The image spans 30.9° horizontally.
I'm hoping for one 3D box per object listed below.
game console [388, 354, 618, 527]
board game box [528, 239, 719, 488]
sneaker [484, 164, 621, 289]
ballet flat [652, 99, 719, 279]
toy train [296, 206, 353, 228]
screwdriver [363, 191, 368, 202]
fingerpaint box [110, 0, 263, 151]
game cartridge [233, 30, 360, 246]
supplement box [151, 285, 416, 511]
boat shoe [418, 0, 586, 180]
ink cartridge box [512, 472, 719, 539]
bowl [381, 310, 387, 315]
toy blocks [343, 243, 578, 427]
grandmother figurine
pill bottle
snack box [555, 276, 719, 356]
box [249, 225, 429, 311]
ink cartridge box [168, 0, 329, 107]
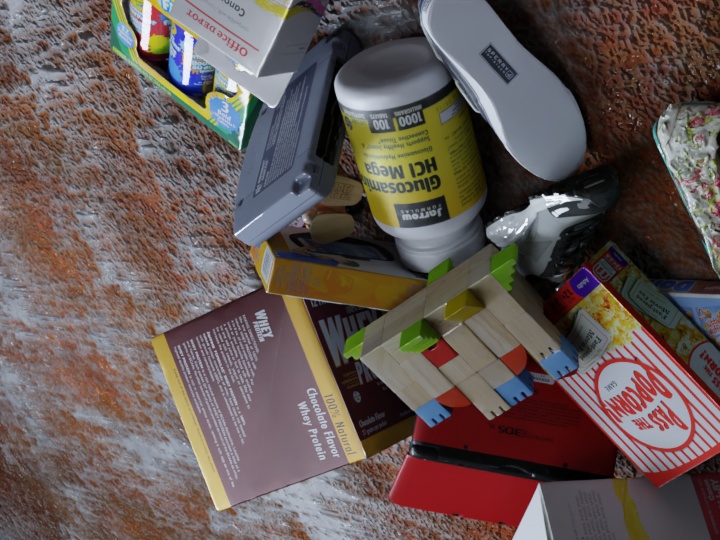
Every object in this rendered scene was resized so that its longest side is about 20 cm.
[{"bbox_3d":[0.144,0.167,1.296,0.200,0.173,0.119,11,173,-6],"label":"game console"},{"bbox_3d":[0.248,0.088,1.175,0.200,0.046,0.152,46,147,7],"label":"board game box"},{"bbox_3d":[0.177,-0.036,1.131,0.079,0.074,0.200,66,162,6],"label":"sneaker"},{"bbox_3d":[0.294,-0.045,1.017,0.064,0.076,0.200,-16,115,38],"label":"ballet flat"},{"bbox_3d":[-0.053,-0.040,1.457,0.200,0.034,0.046,-51,52,58],"label":"toy train"},{"bbox_3d":[-0.005,-0.081,1.365,0.200,0.029,0.028,23,139,32],"label":"screwdriver"},{"bbox_3d":[-0.165,-0.248,1.343,0.200,0.073,0.167,39,145,15],"label":"fingerpaint box"},{"bbox_3d":[-0.063,-0.122,1.232,0.041,0.200,0.133,33,139,-29],"label":"game cartridge"},{"bbox_3d":[-0.074,0.118,1.363,0.200,0.133,0.198,-25,85,31],"label":"supplement box"},{"bbox_3d":[0.118,-0.162,1.111,0.200,0.072,0.068,45,-177,-19],"label":"boat shoe"},{"bbox_3d":[0.256,0.266,1.253,0.145,0.200,0.084,101,164,-51],"label":"ink cartridge box"},{"bbox_3d":[-0.011,0.095,1.477,0.200,0.108,0.200,30,143,26],"label":"bowl"},{"bbox_3d":[0.102,0.073,1.181,0.200,0.100,0.137,-34,113,26],"label":"toy blocks"},{"bbox_3d":[-0.049,-0.109,1.297,0.121,0.060,0.200,-67,26,20],"label":"grandmother figurine"},{"bbox_3d":[0.054,-0.102,1.198,0.112,0.112,0.200,14,134,42],"label":"pill bottle"},{"bbox_3d":[0.269,0.043,1.173,0.200,0.024,0.072,2,124,49],"label":"snack box"},{"bbox_3d":[0.000,0.000,1.259,0.119,0.200,0.042,-124,44,-67],"label":"box"},{"bbox_3d":[-0.095,-0.256,1.183,0.116,0.067,0.200,36,117,19],"label":"ink cartridge box"}]
